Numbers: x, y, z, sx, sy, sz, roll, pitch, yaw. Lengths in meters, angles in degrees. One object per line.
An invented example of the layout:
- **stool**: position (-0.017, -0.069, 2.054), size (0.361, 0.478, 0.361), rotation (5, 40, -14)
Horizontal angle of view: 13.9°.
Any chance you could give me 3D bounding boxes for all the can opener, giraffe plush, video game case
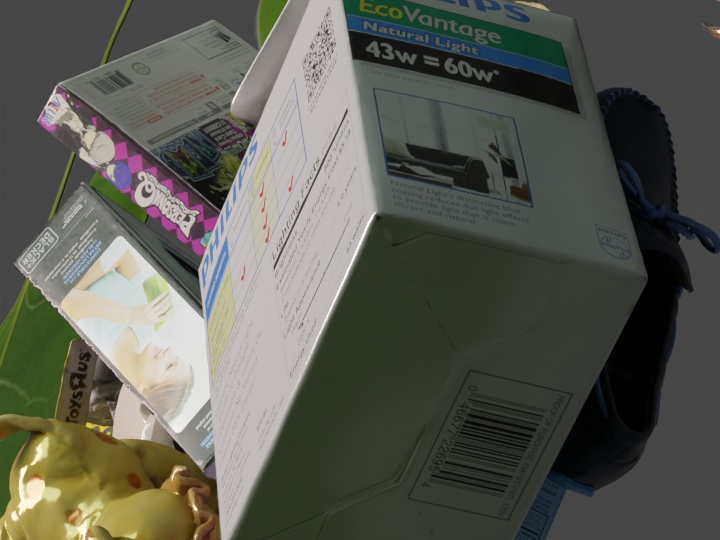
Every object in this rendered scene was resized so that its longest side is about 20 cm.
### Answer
- **can opener**: position (-0.139, 0.037, 1.799), size (0.200, 0.053, 0.067), rotation (115, 161, -56)
- **giraffe plush**: position (-0.114, 0.155, 1.540), size (0.162, 0.172, 0.200), rotation (31, 130, 53)
- **video game case**: position (-0.075, -0.070, 1.802), size (0.036, 0.181, 0.200), rotation (-57, -11, 28)

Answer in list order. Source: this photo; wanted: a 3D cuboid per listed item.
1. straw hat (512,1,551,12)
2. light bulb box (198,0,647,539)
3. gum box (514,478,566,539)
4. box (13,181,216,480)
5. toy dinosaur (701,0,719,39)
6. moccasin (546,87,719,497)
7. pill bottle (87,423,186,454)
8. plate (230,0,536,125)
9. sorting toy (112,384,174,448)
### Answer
- **straw hat**: position (0.069, -0.043, 1.548), size (0.201, 0.085, 0.201), rotation (-45, 22, 23)
- **light bulb box**: position (0.019, 0.003, 1.303), size (0.200, 0.125, 0.198), rotation (-98, 27, -52)
- **gum box**: position (0.055, 0.097, 1.430), size (0.200, 0.045, 0.170), rotation (-65, 13, -13)
- **box**: position (-0.082, 0.048, 1.537), size (0.060, 0.117, 0.200), rotation (-49, 48, 3)
- **toy dinosaur**: position (0.193, -0.210, 1.439), size (0.200, 0.086, 0.136), rotation (-70, 7, -51)
- **moccasin**: position (0.124, 0.004, 1.323), size (0.068, 0.080, 0.200), rotation (-36, 44, 52)
- **pill bottle**: position (-0.125, 0.113, 1.931), size (0.113, 0.113, 0.200), rotation (-46, 21, 50)
- **plate**: position (0.036, -0.152, 1.770), size (0.032, 0.200, 0.200), rotation (40, 105, 36)
- **sorting toy**: position (-0.129, 0.158, 1.735), size (0.200, 0.107, 0.180), rotation (-131, 43, -75)
